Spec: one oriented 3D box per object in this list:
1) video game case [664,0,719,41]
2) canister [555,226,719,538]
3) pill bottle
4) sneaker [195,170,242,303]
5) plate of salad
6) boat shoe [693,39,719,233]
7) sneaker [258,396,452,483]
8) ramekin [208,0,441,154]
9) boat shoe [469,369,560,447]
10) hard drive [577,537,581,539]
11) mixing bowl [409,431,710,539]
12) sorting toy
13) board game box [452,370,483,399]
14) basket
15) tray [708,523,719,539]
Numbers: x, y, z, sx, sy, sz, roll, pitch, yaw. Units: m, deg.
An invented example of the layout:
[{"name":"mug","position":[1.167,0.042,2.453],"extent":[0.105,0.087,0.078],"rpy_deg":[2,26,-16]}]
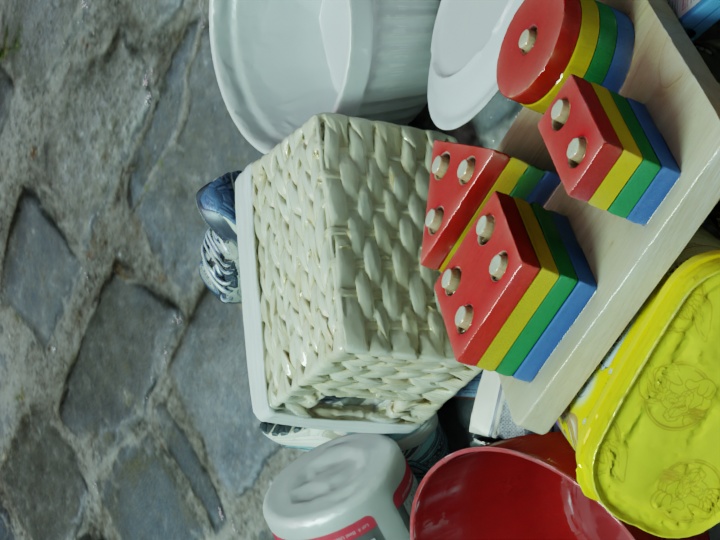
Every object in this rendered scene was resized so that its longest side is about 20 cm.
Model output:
[{"name":"video game case","position":[0.170,-0.170,0.957],"extent":[0.200,0.018,0.143],"rpy_deg":[-41,32,51]},{"name":"canister","position":[0.161,0.040,0.902],"extent":[0.149,0.086,0.200],"rpy_deg":[-62,15,11]},{"name":"pill bottle","position":[0.018,0.228,1.190],"extent":[0.111,0.111,0.200],"rpy_deg":[6,128,55]},{"name":"sneaker","position":[-0.091,-0.009,1.272],"extent":[0.085,0.200,0.077],"rpy_deg":[-25,63,9]},{"name":"plate of salad","position":[0.099,-0.182,1.058],"extent":[0.200,0.048,0.200],"rpy_deg":[-56,22,35]},{"name":"boat shoe","position":[0.223,-0.048,0.926],"extent":[0.202,0.060,0.072],"rpy_deg":[63,142,26]},{"name":"sneaker","position":[-0.005,0.137,1.276],"extent":[0.200,0.078,0.086],"rpy_deg":[0,127,55]},{"name":"ramekin","position":[-0.021,-0.187,1.217],"extent":[0.200,0.105,0.200],"rpy_deg":[16,110,53]},{"name":"boat shoe","position":[0.140,0.034,1.071],"extent":[0.093,0.075,0.200],"rpy_deg":[13,94,20]},{"name":"hard drive","position":[0.130,0.213,1.133],"extent":[0.140,0.038,0.200],"rpy_deg":[-44,60,50]},{"name":"mixing bowl","position":[0.140,0.174,0.988],"extent":[0.200,0.108,0.200],"rpy_deg":[25,130,35]},{"name":"sorting toy","position":[0.101,-0.053,0.887],"extent":[0.200,0.070,0.199],"rpy_deg":[-59,25,28]},{"name":"board game box","position":[0.068,0.044,1.207],"extent":[0.200,0.019,0.103],"rpy_deg":[-3,95,56]},{"name":"basket","position":[0.000,0.000,1.138],"extent":[0.123,0.135,0.200],"rpy_deg":[-42,48,51]},{"name":"tray","position":[0.207,0.111,1.014],"extent":[0.107,0.022,0.200],"rpy_deg":[24,115,51]}]
